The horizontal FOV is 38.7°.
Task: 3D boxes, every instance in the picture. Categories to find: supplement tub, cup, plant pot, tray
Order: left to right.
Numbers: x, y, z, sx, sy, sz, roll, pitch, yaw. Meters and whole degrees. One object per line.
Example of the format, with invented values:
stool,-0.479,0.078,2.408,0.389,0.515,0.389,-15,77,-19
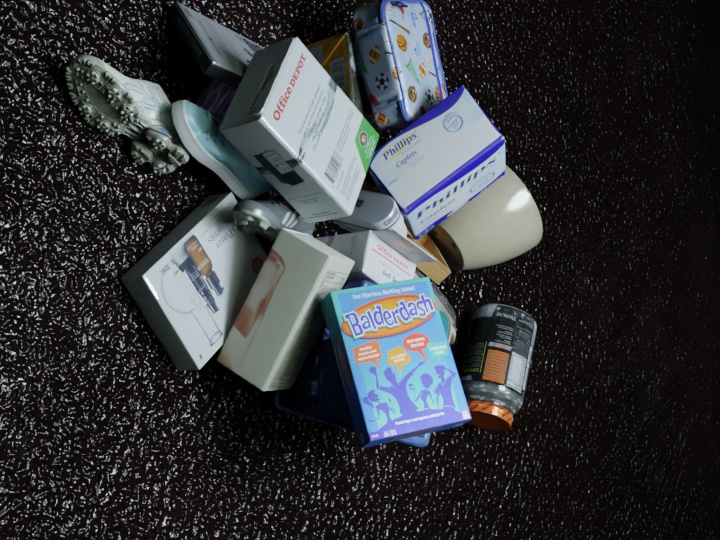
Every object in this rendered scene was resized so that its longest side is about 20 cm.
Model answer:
plant pot,-0.010,0.137,1.490,0.199,0.178,0.203,25,70,-45
tray,0.065,-0.063,1.679,0.200,0.037,0.099,39,17,-40
cup,0.195,-0.083,1.780,0.143,0.200,0.202,-37,115,-18
supplement tub,0.239,0.172,1.823,0.122,0.121,0.202,37,59,-40

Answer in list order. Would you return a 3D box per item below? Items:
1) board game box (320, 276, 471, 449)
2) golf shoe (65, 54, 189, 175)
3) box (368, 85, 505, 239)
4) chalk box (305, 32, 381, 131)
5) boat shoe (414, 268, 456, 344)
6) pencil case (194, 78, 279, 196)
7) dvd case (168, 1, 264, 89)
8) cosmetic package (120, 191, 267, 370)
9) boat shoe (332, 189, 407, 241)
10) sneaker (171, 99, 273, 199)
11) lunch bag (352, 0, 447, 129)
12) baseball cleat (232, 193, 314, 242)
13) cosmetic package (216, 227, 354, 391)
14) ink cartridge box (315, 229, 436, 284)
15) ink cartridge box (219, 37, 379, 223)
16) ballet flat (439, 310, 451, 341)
board game box,0.045,0.117,1.339,0.150,0.045,0.202,-9,71,-25
golf shoe,-0.294,-0.214,1.310,0.200,0.078,0.098,48,35,-41
box,0.118,-0.156,1.553,0.105,0.183,0.200,54,1,14
chalk box,0.003,-0.286,1.611,0.199,0.123,0.127,-1,85,-50
boat shoe,0.100,0.043,1.724,0.200,0.071,0.065,50,37,-27
pencil case,-0.149,-0.188,1.458,0.086,0.084,0.200,-47,125,-2
dvd case,-0.162,-0.287,1.423,0.199,0.025,0.151,18,31,-46
cosmetic package,-0.209,0.012,1.380,0.200,0.051,0.152,-50,124,-41
boat shoe,-0.007,-0.089,1.524,0.072,0.199,0.066,-54,133,-20
sneaker,-0.171,-0.173,1.367,0.200,0.081,0.075,43,28,-52
lunch bag,0.067,-0.314,1.541,0.159,0.075,0.203,-14,95,-53
baseball cleat,-0.115,-0.087,1.416,0.200,0.069,0.108,38,66,-69
cosmetic package,-0.100,0.053,1.386,0.202,0.087,0.103,-62,161,5
ink cartridge box,0.000,0.000,1.508,0.117,0.198,0.068,33,61,-41
ink cartridge box,-0.077,-0.183,1.357,0.200,0.082,0.148,46,51,-36
ballet flat,0.068,0.144,1.407,0.070,0.069,0.201,52,55,-31
